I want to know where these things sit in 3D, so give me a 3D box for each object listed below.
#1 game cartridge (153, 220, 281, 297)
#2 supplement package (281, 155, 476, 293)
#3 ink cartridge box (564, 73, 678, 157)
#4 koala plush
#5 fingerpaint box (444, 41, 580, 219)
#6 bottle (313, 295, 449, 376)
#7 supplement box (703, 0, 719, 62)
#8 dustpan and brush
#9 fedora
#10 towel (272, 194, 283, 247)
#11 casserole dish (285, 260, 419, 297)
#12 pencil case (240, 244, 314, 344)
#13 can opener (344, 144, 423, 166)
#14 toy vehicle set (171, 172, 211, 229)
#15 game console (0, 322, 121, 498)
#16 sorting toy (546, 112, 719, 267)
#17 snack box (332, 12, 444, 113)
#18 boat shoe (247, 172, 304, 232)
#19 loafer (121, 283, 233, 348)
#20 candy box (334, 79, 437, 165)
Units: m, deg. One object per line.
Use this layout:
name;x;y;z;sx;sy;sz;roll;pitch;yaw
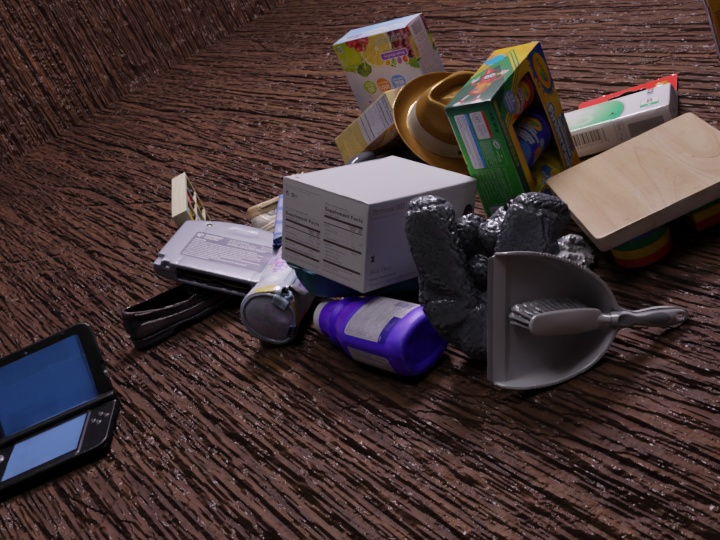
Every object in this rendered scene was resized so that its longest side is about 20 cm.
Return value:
game cartridge;-0.194;-0.020;1.592;0.198;0.041;0.134;13;41;15
supplement package;0.024;-0.065;1.329;0.199;0.112;0.155;-17;27;-42
ink cartridge box;0.378;-0.242;1.538;0.159;0.050;0.201;-14;29;25
koala plush;0.164;-0.009;1.191;0.175;0.186;0.200;1;14;26
fingerpaint box;0.206;-0.167;1.372;0.073;0.202;0.167;-4;31;37
bottle;0.016;0.071;1.254;0.083;0.066;0.199;-41;28;-25
supplement box;0.592;-0.374;1.486;0.198;0.132;0.104;-18;27;19
dustpan and brush;0.229;0.047;1.059;0.197;0.142;0.057;-4;12;-15
fedora;0.150;-0.242;1.596;0.200;0.201;0.082;-39;-14;-27
towel;-0.036;-0.094;1.616;0.197;0.024;0.148;-9;35;8
casserole dish;0.000;0.000;1.368;0.197;0.039;0.121;-3;19;-18
pencil case;-0.095;0.013;1.447;0.082;0.091;0.201;21;35;5
can opener;0.057;-0.188;1.723;0.199;0.067;0.053;-36;24;-21
toy vehicle set;-0.274;-0.075;1.760;0.026;0.125;0.200;-26;25;1
game console;-0.435;0.188;1.408;0.198;0.117;0.176;-24;24;6
sorting toy;0.344;-0.087;1.236;0.197;0.070;0.200;-25;25;4
snack box;0.065;-0.326;1.826;0.167;0.201;0.068;-3;33;43
boat shoe;-0.095;-0.126;1.727;0.199;0.070;0.074;-34;-2;-15
loafer;-0.266;0.042;1.594;0.199;0.063;0.072;-32;25;-12
candy box;0.051;-0.243;1.735;0.115;0.056;0.200;-22;-6;-29
